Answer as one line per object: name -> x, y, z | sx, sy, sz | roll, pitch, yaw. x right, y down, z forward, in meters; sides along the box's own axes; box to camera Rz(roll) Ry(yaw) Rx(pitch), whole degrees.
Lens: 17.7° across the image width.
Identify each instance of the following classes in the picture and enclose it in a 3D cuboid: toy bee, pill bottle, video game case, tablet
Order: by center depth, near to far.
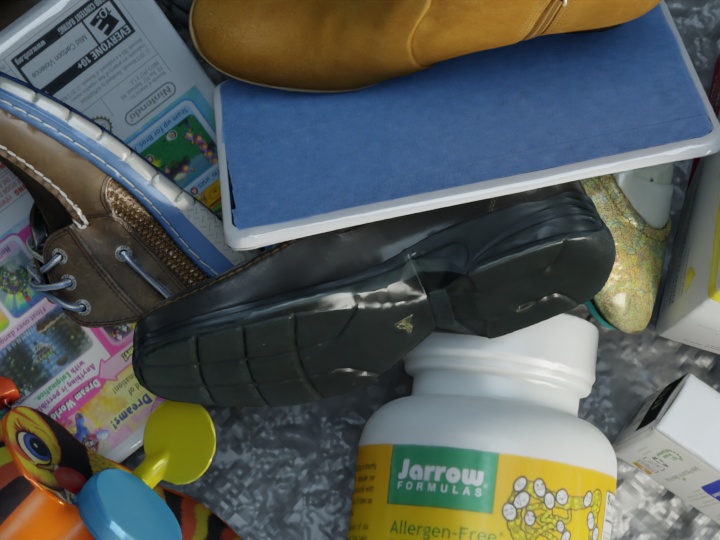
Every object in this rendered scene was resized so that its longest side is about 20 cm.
tablet -> 0.039, -0.063, 0.949 | 0.200, 0.130, 0.014 | -11, 124, 1
toy bee -> -0.119, 0.092, 0.964 | 0.131, 0.200, 0.109 | -31, 49, 4
pill bottle -> 0.050, 0.118, 0.985 | 0.113, 0.113, 0.200 | 9, 80, -3
video game case -> -0.132, -0.007, 1.003 | 0.200, 0.024, 0.182 | -39, 109, -10

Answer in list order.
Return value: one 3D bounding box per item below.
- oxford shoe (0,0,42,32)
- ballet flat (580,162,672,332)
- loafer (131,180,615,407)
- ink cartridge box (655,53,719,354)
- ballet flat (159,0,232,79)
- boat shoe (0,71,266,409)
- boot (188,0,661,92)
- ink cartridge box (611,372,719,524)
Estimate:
oxford shoe -> -0.131, -0.168, 1.040 | 0.084, 0.073, 0.200 | 16, 79, 0
ballet flat -> 0.105, -0.074, 1.027 | 0.071, 0.071, 0.200 | -16, 75, -7
loafer -> 0.000, 0.000, 0.946 | 0.200, 0.073, 0.072 | -15, 55, -6
ink cartridge box -> 0.197, -0.044, 0.980 | 0.083, 0.200, 0.145 | 15, 79, -2
ballet flat -> -0.024, -0.096, 1.019 | 0.200, 0.057, 0.066 | 40, 78, -23
boat shoe -> -0.101, -0.010, 0.962 | 0.200, 0.072, 0.072 | 37, 87, -21
boot -> 0.026, -0.121, 0.905 | 0.201, 0.144, 0.071 | -5, 83, 1
ink cartridge box -> 0.206, 0.118, 1.006 | 0.200, 0.095, 0.037 | 36, 79, 2
